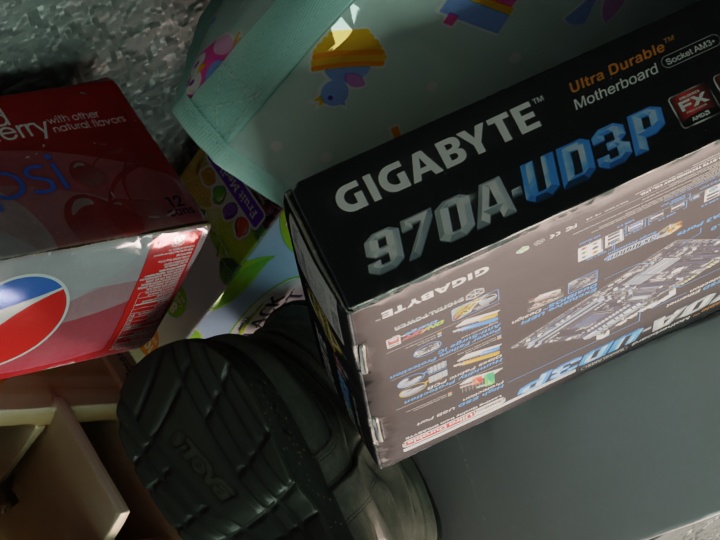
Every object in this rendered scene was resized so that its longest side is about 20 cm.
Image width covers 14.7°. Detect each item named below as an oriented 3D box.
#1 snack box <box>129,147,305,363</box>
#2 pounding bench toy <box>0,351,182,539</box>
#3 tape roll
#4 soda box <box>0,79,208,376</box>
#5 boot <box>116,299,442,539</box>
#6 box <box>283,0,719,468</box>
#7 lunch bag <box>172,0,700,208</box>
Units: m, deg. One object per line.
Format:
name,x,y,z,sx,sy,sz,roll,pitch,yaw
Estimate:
snack box,0.000,0.000,1.066,0.200,0.053,0.142,-1,136,-47
pounding bench toy,-0.139,0.110,0.930,0.156,0.200,0.124,0,137,-48
tape roll,0.111,0.048,1.037,0.200,0.066,0.200,-20,-179,1
soda box,-0.152,-0.003,0.863,0.200,0.070,0.063,-11,143,-37
boot,0.001,0.102,0.939,0.068,0.200,0.131,-26,173,23
box,0.080,-0.019,0.869,0.200,0.046,0.159,-25,160,-5
lunch bag,0.042,-0.093,0.898,0.170,0.122,0.200,-44,156,20
